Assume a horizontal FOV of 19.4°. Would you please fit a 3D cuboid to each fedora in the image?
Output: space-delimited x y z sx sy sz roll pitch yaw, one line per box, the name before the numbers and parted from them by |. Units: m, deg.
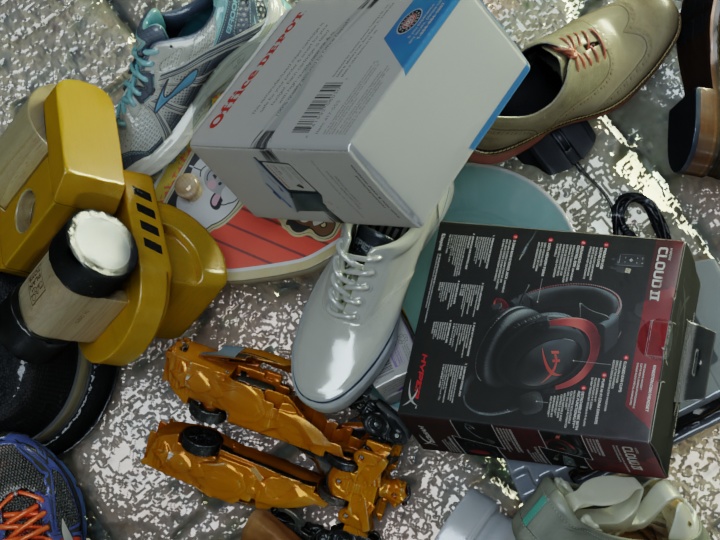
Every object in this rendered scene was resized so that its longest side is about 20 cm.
fedora | -0.276 0.049 1.568 0.199 0.092 0.202 -1 81 7

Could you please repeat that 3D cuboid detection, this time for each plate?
plate | 0.069 0.017 1.544 0.199 0.026 0.202 -7 65 16

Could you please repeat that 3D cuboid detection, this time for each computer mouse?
computer mouse | 0.164 -0.074 1.559 0.059 0.034 0.200 -39 79 -1

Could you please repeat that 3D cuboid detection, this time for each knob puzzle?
knob puzzle | -0.057 -0.081 1.553 0.218 0.030 0.221 -7 66 17

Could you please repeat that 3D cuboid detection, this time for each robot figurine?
robot figurine | -0.054 0.125 1.532 0.199 0.058 0.146 20 114 9

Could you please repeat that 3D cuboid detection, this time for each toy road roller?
toy road roller | -0.183 -0.026 1.526 0.123 0.145 0.201 -45 48 39

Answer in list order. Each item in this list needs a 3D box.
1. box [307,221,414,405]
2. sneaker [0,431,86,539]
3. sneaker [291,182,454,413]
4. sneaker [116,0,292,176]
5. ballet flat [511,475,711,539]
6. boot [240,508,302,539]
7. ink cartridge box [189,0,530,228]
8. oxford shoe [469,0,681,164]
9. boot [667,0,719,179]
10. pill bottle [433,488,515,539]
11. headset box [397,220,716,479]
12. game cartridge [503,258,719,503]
box | -0.001 0.001 1.538 0.041 0.039 0.201 -26 62 5
sneaker | -0.230 0.213 1.530 0.075 0.078 0.201 -19 92 2
sneaker | 0.000 0.000 1.467 0.073 0.071 0.201 20 82 21
sneaker | -0.146 -0.149 1.564 0.200 0.086 0.078 -44 37 11
ballet flat | 0.188 0.171 1.444 0.067 0.199 0.064 50 121 39
boot | -0.034 0.296 1.505 0.199 0.068 0.189 29 117 19
ink cartridge box | -0.004 -0.112 1.438 0.086 0.199 0.147 46 68 -27
oxford shoe | 0.157 -0.145 1.522 0.199 0.075 0.071 -35 80 -15
boot | 0.286 -0.158 1.550 0.096 0.075 0.202 12 79 -12
pill bottle | 0.141 0.239 1.476 0.199 0.112 0.112 32 87 11
headset box | 0.141 0.054 1.444 0.199 0.075 0.150 4 67 21
game cartridge | 0.184 0.075 1.501 0.199 0.042 0.134 -26 41 6
